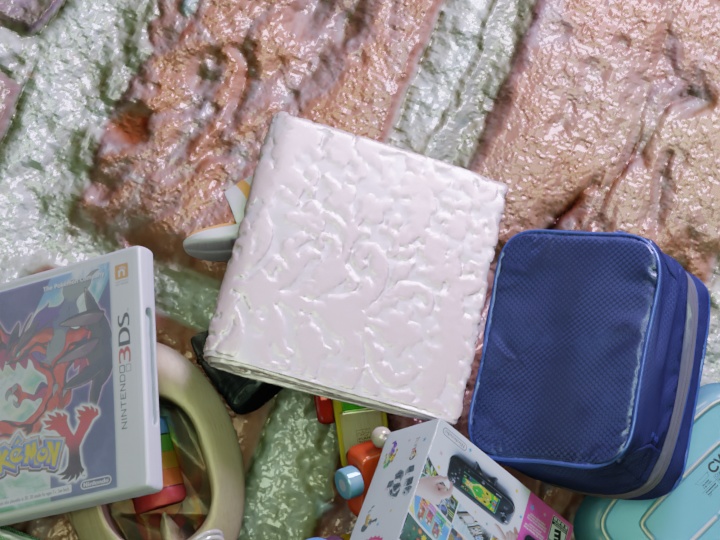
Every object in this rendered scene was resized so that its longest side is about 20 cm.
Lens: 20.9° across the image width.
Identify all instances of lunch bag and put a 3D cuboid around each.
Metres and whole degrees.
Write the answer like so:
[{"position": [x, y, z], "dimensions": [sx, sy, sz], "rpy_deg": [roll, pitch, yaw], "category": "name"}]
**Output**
[{"position": [0.173, 0.063, 1.432], "dimensions": [0.135, 0.132, 0.201], "rpy_deg": [6, 76, 31], "category": "lunch bag"}]

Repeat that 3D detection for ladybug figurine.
[{"position": [-0.154, 0.147, 1.452], "dimensions": [0.135, 0.072, 0.201], "rpy_deg": [-12, 79, -1], "category": "ladybug figurine"}]

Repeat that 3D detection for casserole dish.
[{"position": [0.251, 0.171, 1.460], "dimensions": [0.200, 0.039, 0.121], "rpy_deg": [-43, 81, -9], "category": "casserole dish"}]

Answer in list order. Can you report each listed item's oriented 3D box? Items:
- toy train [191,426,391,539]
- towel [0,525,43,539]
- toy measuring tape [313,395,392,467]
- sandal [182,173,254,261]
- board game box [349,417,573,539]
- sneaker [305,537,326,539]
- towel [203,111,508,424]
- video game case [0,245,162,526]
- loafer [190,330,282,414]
[{"position": [-0.046, 0.189, 1.402], "dimensions": [0.200, 0.151, 0.056], "rpy_deg": [-21, 35, -27], "category": "toy train"}, {"position": [-0.263, 0.296, 1.444], "dimensions": [0.149, 0.031, 0.201], "rpy_deg": [18, 79, 5], "category": "towel"}, {"position": [0.003, 0.128, 1.471], "dimensions": [0.073, 0.074, 0.201], "rpy_deg": [-8, 101, -1], "category": "toy measuring tape"}, {"position": [-0.041, -0.058, 1.496], "dimensions": [0.206, 0.079, 0.059], "rpy_deg": [-16, 79, -11], "category": "sandal"}, {"position": [0.056, 0.226, 1.330], "dimensions": [0.147, 0.064, 0.200], "rpy_deg": [39, 53, -25], "category": "board game box"}, {"position": [0.009, 0.271, 1.384], "dimensions": [0.071, 0.083, 0.200], "rpy_deg": [-41, 125, -6], "category": "sneaker"}, {"position": [0.000, 0.000, 1.427], "dimensions": [0.190, 0.032, 0.201], "rpy_deg": [17, 69, -5], "category": "towel"}, {"position": [-0.236, 0.090, 1.436], "dimensions": [0.199, 0.023, 0.183], "rpy_deg": [-15, 68, 26], "category": "video game case"}, {"position": [-0.042, 0.017, 1.480], "dimensions": [0.200, 0.073, 0.072], "rpy_deg": [-42, 76, -9], "category": "loafer"}]
